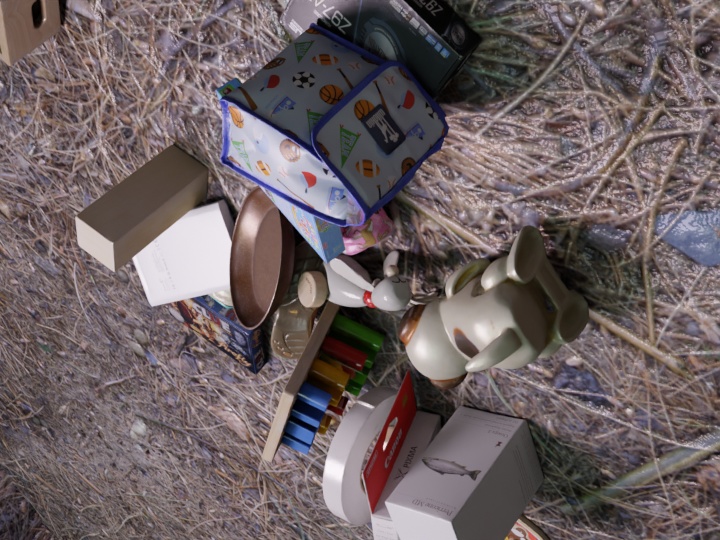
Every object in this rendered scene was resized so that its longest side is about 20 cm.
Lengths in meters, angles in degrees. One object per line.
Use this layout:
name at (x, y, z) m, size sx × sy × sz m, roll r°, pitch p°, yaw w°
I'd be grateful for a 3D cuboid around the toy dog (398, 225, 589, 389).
toy dog at (0.142, 0.072, 1.185) m, size 0.140 × 0.195 × 0.199 m, roll 45°, pitch 140°, yaw -20°

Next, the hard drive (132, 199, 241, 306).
hard drive at (-0.270, -0.025, 1.570) m, size 0.197 × 0.025 × 0.134 m, roll -12°, pitch 104°, yaw 30°

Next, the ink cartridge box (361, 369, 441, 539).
ink cartridge box at (0.065, 0.276, 1.436) m, size 0.044 × 0.201 × 0.178 m, roll 8°, pitch 133°, yaw 20°

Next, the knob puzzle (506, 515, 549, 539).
knob puzzle at (0.231, 0.438, 1.568) m, size 0.218 × 0.030 × 0.222 m, roll 27°, pitch 140°, yaw 26°

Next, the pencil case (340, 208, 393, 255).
pencil case at (-0.032, -0.116, 1.266) m, size 0.082 × 0.087 × 0.202 m, roll -19°, pitch 110°, yaw 32°

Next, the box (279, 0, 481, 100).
box at (0.016, -0.264, 1.109) m, size 0.200 × 0.044 × 0.160 m, roll 45°, pitch 144°, yaw 1°

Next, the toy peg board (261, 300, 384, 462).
toy peg board at (-0.048, 0.169, 1.470) m, size 0.097 × 0.201 × 0.201 m, roll 24°, pitch 142°, yaw 3°

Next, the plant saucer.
plant saucer at (-0.136, -0.017, 1.428) m, size 0.200 × 0.036 × 0.204 m, roll -21°, pitch 67°, yaw 61°

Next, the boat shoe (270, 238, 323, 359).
boat shoe at (-0.088, 0.032, 1.468) m, size 0.071 × 0.068 × 0.202 m, roll 14°, pitch 122°, yaw -3°

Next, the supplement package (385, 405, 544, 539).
supplement package at (0.146, 0.301, 1.379) m, size 0.116 × 0.200 × 0.119 m, roll 7°, pitch 129°, yaw 40°

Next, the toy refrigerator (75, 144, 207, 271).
toy refrigerator at (-0.316, -0.092, 1.474) m, size 0.075 × 0.200 × 0.070 m, roll 32°, pitch 142°, yaw 15°

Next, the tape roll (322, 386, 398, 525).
tape roll at (0.018, 0.271, 1.481) m, size 0.037 × 0.203 × 0.205 m, roll 18°, pitch 136°, yaw 33°

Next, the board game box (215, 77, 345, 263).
board game box at (-0.097, -0.121, 1.234) m, size 0.200 × 0.036 × 0.152 m, roll 49°, pitch 165°, yaw 30°

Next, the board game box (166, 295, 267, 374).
board game box at (-0.246, 0.079, 1.686) m, size 0.198 × 0.035 × 0.136 m, roll 32°, pitch 152°, yaw 20°

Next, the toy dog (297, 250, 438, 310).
toy dog at (0.000, 0.000, 1.333) m, size 0.198 × 0.131 × 0.098 m, roll -1°, pitch 94°, yaw 37°

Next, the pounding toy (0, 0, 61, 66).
pounding toy at (-0.491, -0.422, 1.419) m, size 0.184 × 0.142 × 0.200 m, roll 43°, pitch 155°, yaw 5°

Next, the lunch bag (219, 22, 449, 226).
lunch bag at (-0.026, -0.152, 1.078) m, size 0.199 × 0.170 × 0.125 m, roll 33°, pitch 147°, yaw 19°

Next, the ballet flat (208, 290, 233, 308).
ballet flat at (-0.263, -0.011, 1.627) m, size 0.198 × 0.067 × 0.063 m, roll 28°, pitch 121°, yaw 14°
